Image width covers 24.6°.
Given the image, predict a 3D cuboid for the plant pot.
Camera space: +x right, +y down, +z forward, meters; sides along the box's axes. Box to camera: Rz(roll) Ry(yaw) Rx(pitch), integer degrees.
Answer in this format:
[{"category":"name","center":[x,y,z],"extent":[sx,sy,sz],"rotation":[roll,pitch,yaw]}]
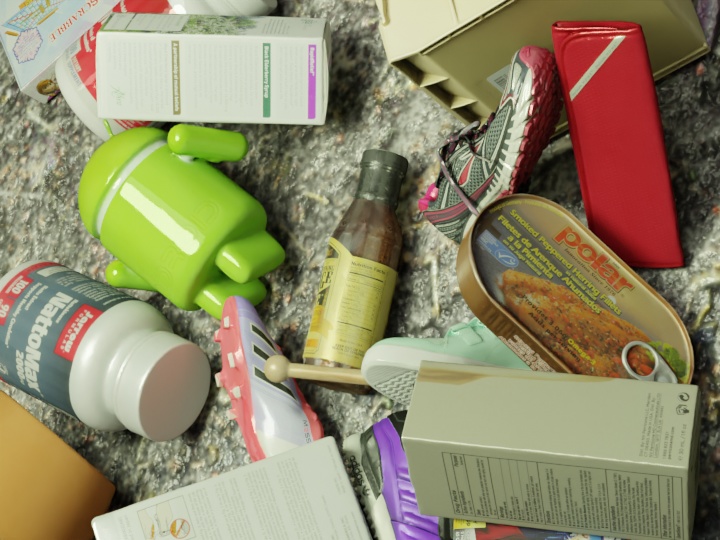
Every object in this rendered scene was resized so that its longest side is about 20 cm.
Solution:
[{"category":"plant pot","center":[-0.308,0.200,1.436],"extent":[0.199,0.200,0.140],"rotation":[32,76,35]}]

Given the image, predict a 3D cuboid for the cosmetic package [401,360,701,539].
[{"category":"cosmetic package","center":[0.136,0.127,1.156],"extent":[0.198,0.106,0.072],"rotation":[6,51,15]}]

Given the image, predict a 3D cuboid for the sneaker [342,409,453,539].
[{"category":"sneaker","center":[0.063,0.190,1.272],"extent":[0.099,0.070,0.201],"rotation":[-32,62,12]}]

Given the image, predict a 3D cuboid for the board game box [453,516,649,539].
[{"category":"board game box","center":[0.166,0.233,1.177],"extent":[0.198,0.062,0.202],"rotation":[-2,56,10]}]

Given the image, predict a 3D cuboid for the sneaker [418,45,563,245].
[{"category":"sneaker","center":[0.098,-0.091,1.272],"extent":[0.074,0.081,0.201],"rotation":[31,135,10]}]

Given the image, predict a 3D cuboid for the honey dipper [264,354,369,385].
[{"category":"honey dipper","center":[0.021,0.085,1.309],"extent":[0.198,0.038,0.038],"rotation":[6,77,11]}]

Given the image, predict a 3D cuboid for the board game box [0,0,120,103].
[{"category":"board game box","center":[-0.291,-0.306,1.668],"extent":[0.199,0.041,0.201],"rotation":[-36,59,17]}]

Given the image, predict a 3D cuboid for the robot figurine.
[{"category":"robot figurine","center":[-0.163,-0.045,1.441],"extent":[0.199,0.115,0.176],"rotation":[37,122,14]}]

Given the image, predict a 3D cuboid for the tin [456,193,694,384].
[{"category":"tin","center":[0.157,0.030,1.218],"extent":[0.200,0.042,0.112],"rotation":[43,60,4]}]

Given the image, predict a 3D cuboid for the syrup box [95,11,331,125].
[{"category":"syrup box","center":[-0.125,-0.176,1.434],"extent":[0.198,0.079,0.082],"rotation":[3,112,1]}]

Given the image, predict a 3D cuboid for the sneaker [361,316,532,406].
[{"category":"sneaker","center":[0.090,0.042,1.250],"extent":[0.074,0.198,0.119],"rotation":[130,140,-57]}]

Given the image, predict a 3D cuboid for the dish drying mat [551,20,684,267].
[{"category":"dish drying mat","center":[0.191,-0.090,1.228],"extent":[0.076,0.202,0.018],"rotation":[5,34,32]}]

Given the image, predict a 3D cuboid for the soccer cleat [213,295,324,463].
[{"category":"soccer cleat","center":[-0.069,0.116,1.366],"extent":[0.067,0.076,0.202],"rotation":[128,130,-64]}]

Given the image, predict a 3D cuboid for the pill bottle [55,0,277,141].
[{"category":"pill bottle","center":[-0.177,-0.213,1.525],"extent":[0.199,0.112,0.113],"rotation":[-38,58,16]}]

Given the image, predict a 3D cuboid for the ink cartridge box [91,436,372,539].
[{"category":"ink cartridge box","center":[-0.085,0.235,1.251],"extent":[0.198,0.050,0.164],"rotation":[-18,71,-8]}]

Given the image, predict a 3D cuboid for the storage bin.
[{"category":"storage bin","center":[0.139,-0.200,1.269],"extent":[0.197,0.200,0.094],"rotation":[-28,60,22]}]

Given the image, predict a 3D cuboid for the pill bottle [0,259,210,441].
[{"category":"pill bottle","center":[-0.234,0.074,1.463],"extent":[0.199,0.119,0.121],"rotation":[20,86,35]}]

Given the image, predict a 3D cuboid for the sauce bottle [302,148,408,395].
[{"category":"sauce bottle","center":[0.000,0.000,1.377],"extent":[0.065,0.066,0.202],"rotation":[5,75,33]}]
